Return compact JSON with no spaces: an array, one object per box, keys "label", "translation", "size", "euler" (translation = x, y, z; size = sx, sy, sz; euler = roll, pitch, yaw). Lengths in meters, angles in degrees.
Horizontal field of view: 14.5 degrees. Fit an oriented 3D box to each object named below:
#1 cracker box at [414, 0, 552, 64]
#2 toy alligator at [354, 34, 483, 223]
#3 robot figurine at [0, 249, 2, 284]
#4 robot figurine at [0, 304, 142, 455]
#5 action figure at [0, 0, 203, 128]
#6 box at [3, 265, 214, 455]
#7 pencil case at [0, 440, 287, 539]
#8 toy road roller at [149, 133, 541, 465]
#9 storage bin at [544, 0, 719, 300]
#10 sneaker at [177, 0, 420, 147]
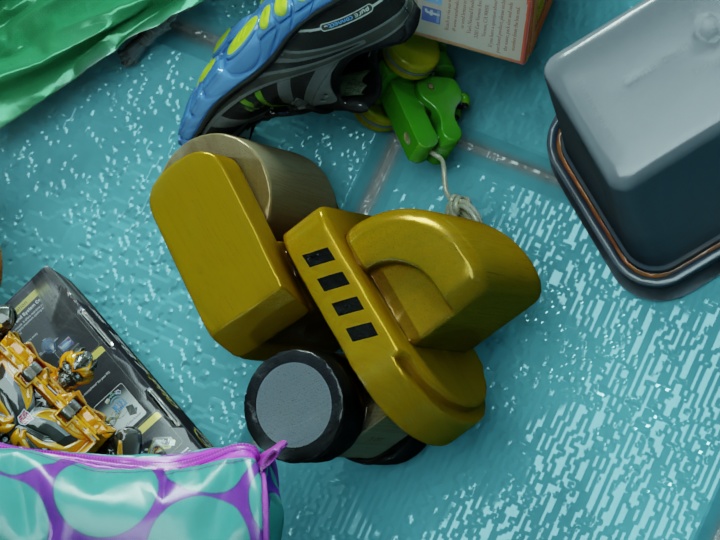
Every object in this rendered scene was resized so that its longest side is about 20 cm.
[{"label":"cracker box","translation":[0.016,-0.198,1.508],"size":[0.199,0.058,0.134],"euler":[16,52,10]},{"label":"toy alligator","translation":[0.032,-0.100,1.525],"size":[0.054,0.059,0.201],"euler":[-17,66,-33]},{"label":"robot figurine","translation":[-0.274,0.018,1.520],"size":[0.200,0.144,0.117],"euler":[-44,59,-1]},{"label":"robot figurine","translation":[-0.208,0.117,1.462],"size":[0.145,0.058,0.200],"euler":[43,93,0]},{"label":"action figure","translation":[-0.141,-0.157,1.583],"size":[0.199,0.055,0.119],"euler":[-23,69,12]},{"label":"box","translation":[-0.187,0.124,1.524],"size":[0.200,0.049,0.161],"euler":[-44,71,1]},{"label":"pencil case","translation":[-0.136,0.121,1.384],"size":[0.199,0.085,0.093],"euler":[4,102,4]},{"label":"toy road roller","translation":[0.000,0.000,1.452],"size":[0.146,0.123,0.201],"euler":[-36,72,19]},{"label":"storage bin","translation":[0.190,-0.084,1.432],"size":[0.199,0.134,0.146],"euler":[-31,70,6]},{"label":"sneaker","translation":[-0.035,-0.101,1.484],"size":[0.082,0.200,0.071],"euler":[33,55,-13]}]
